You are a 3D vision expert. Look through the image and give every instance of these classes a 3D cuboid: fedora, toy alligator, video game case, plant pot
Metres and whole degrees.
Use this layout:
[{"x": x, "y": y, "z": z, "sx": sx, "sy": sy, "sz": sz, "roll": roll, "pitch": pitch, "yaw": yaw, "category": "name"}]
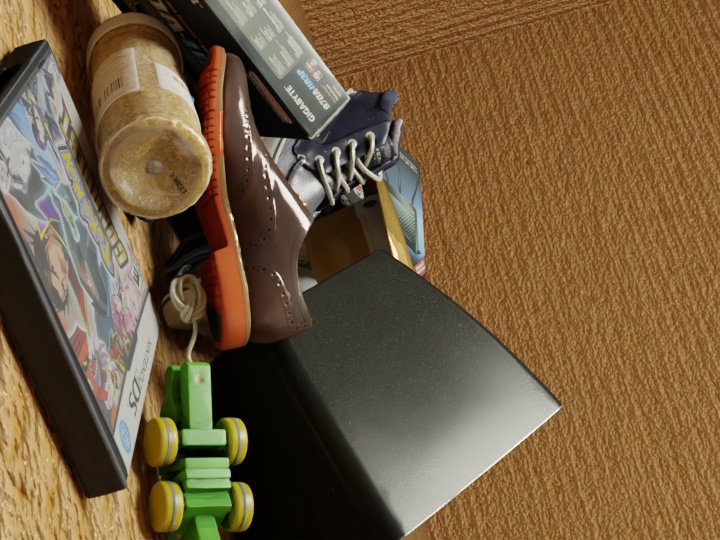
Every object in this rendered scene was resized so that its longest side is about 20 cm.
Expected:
[{"x": 0.000, "y": 0.000, "z": 1.015, "sx": 0.201, "sy": 0.081, "sz": 0.202, "roll": 164, "pitch": -90, "yaw": -88, "category": "fedora"}, {"x": -0.110, "y": 0.104, "z": 0.737, "sx": 0.054, "sy": 0.059, "sz": 0.201, "roll": -37, "pitch": -125, "yaw": 50, "category": "toy alligator"}, {"x": -0.161, "y": -0.008, "z": 0.643, "sx": 0.181, "sy": 0.025, "sz": 0.201, "roll": -96, "pitch": 170, "yaw": -64, "category": "video game case"}, {"x": -0.009, "y": 0.106, "z": 0.878, "sx": 0.178, "sy": 0.199, "sz": 0.200, "roll": 55, "pitch": -40, "yaw": 6, "category": "plant pot"}]

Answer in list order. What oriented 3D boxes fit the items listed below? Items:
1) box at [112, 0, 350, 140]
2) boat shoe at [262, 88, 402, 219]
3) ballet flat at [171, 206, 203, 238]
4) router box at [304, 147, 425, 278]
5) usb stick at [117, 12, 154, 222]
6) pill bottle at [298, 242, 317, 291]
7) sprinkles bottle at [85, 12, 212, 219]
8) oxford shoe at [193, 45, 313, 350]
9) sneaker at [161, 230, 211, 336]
[{"x": -0.114, "y": -0.184, "z": 0.842, "sx": 0.200, "sy": 0.046, "sz": 0.159, "roll": 51, "pitch": -19, "yaw": -27, "category": "box"}, {"x": -0.024, "y": -0.084, "z": 0.919, "sx": 0.200, "sy": 0.092, "sz": 0.075, "roll": -73, "pitch": 157, "yaw": -46, "category": "boat shoe"}, {"x": -0.131, "y": -0.059, "z": 0.996, "sx": 0.200, "sy": 0.066, "sz": 0.057, "roll": 82, "pitch": -2, "yaw": -50, "category": "ballet flat"}, {"x": -0.008, "y": -0.083, "z": 1.174, "sx": 0.200, "sy": 0.062, "sz": 0.150, "roll": 38, "pitch": 41, "yaw": -48, "category": "router box"}, {"x": -0.170, "y": -0.123, "z": 0.896, "sx": 0.056, "sy": 0.032, "sz": 0.201, "roll": 60, "pitch": 15, "yaw": -49, "category": "usb stick"}, {"x": -0.043, "y": 0.014, "z": 1.260, "sx": 0.200, "sy": 0.110, "sz": 0.111, "roll": -59, "pitch": 142, "yaw": -42, "category": "pill bottle"}, {"x": -0.142, "y": -0.107, "z": 0.762, "sx": 0.200, "sy": 0.068, "sz": 0.068, "roll": -115, "pitch": -174, "yaw": -57, "category": "sprinkles bottle"}, {"x": -0.073, "y": -0.050, "z": 0.781, "sx": 0.071, "sy": 0.072, "sz": 0.201, "roll": 174, "pitch": -89, "yaw": -71, "category": "oxford shoe"}, {"x": -0.114, "y": 0.004, "z": 0.900, "sx": 0.200, "sy": 0.078, "sz": 0.080, "roll": 102, "pitch": -23, "yaw": -82, "category": "sneaker"}]
